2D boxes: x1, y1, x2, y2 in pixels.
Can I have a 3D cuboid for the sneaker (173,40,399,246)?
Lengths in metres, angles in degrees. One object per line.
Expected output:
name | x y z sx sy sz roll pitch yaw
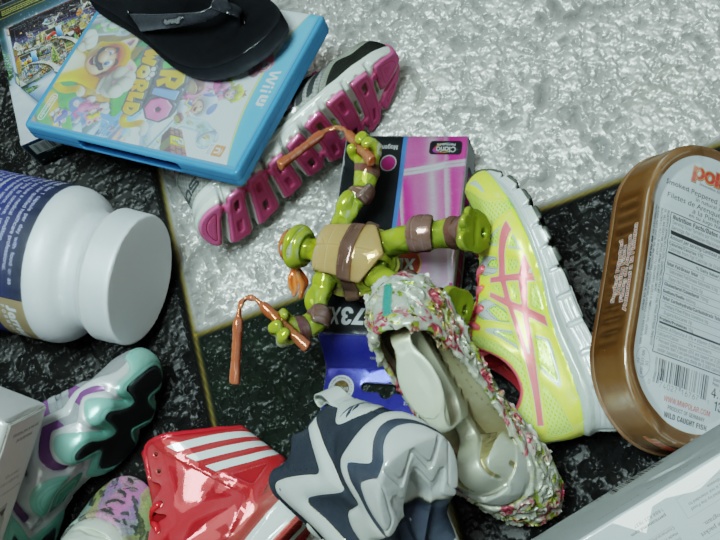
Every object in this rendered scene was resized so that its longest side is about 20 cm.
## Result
sneaker | -0.061 -0.112 0.956 0.199 0.074 0.088 -41 62 -4

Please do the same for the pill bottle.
pill bottle | -0.246 -0.012 0.943 0.197 0.116 0.117 11 72 19

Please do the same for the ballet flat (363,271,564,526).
ballet flat | 0.059 0.093 0.791 0.075 0.064 0.201 -29 106 23

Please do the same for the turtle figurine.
turtle figurine | 0.000 0.000 0.862 0.160 0.065 0.202 9 65 30

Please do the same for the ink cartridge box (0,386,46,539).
ink cartridge box | -0.308 0.160 0.825 0.145 0.083 0.202 20 93 3

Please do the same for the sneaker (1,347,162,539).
sneaker | -0.244 0.110 0.917 0.139 0.078 0.201 36 81 23

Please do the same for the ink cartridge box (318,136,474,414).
ink cartridge box | 0.025 0.001 0.911 0.093 0.037 0.203 2 72 16

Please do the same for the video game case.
video game case | -0.137 -0.142 0.951 0.198 0.018 0.144 14 64 28

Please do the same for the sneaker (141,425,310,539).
sneaker | -0.128 0.187 0.854 0.200 0.079 0.115 -41 69 -17

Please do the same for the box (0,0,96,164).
box | -0.190 -0.186 1.039 0.198 0.038 0.138 -21 65 7

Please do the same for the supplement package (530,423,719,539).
supplement package | 0.206 0.202 0.692 0.151 0.151 0.201 -31 81 1

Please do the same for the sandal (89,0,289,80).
sandal | -0.139 -0.195 0.947 0.199 0.043 0.076 25 70 32

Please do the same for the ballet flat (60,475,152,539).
ballet flat | -0.197 0.230 0.861 0.068 0.071 0.202 17 74 24

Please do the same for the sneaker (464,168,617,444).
sneaker | 0.100 0.025 0.857 0.089 0.078 0.202 -23 66 8

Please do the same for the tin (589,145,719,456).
tin | 0.208 0.017 0.820 0.111 0.042 0.203 20 70 -25

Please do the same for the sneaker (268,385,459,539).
sneaker | 0.001 0.162 0.806 0.079 0.201 0.129 -24 33 -25
